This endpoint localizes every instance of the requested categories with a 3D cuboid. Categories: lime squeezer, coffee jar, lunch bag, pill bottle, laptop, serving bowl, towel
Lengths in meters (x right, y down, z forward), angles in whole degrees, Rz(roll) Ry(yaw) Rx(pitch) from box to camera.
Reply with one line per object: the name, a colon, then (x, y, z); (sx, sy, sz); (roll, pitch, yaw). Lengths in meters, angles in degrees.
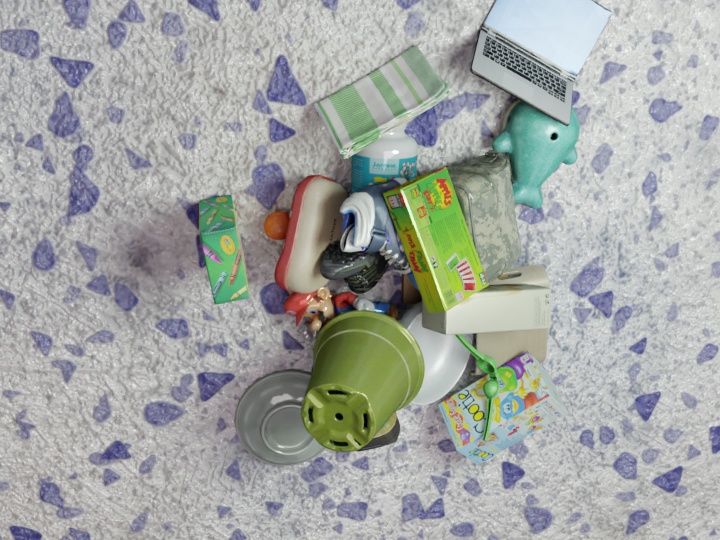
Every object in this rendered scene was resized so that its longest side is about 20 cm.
lime squeezer: (0.222, 0.198, 1.537); (0.038, 0.070, 0.201); (-14, 91, 38)
coffee jar: (-0.004, 0.237, 1.579); (0.104, 0.085, 0.201); (-16, 113, 21)
lunch bag: (0.196, -0.085, 1.452); (0.167, 0.139, 0.201); (-28, 117, -34)
pill bottle: (0.039, -0.160, 1.440); (0.110, 0.111, 0.201); (-2, 109, -9)
laptop: (0.297, -0.372, 1.400); (0.187, 0.201, 0.116); (26, 136, -9)
serving bowl: (0.115, 0.139, 1.557); (0.199, 0.066, 0.201); (-17, 116, -39)
towel: (0.032, -0.275, 1.382); (0.199, 0.153, 0.023); (-30, 137, 3)

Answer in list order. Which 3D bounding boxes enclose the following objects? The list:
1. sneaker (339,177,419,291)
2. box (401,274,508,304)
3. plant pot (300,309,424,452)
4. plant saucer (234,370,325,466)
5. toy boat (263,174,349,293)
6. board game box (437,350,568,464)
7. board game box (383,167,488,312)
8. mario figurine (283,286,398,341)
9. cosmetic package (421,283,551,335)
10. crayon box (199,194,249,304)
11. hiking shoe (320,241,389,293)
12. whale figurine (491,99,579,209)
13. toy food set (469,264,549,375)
sneaker: (0.034, -0.036, 1.362); (0.146, 0.080, 0.201); (-25, 106, -26)
box: (0.173, -0.022, 1.558); (0.199, 0.021, 0.164); (-3, 110, -8)
plant pot: (-0.010, 0.195, 1.399); (0.199, 0.190, 0.201); (6, 114, 14)
plant saucer: (-0.133, 0.285, 1.600); (0.199, 0.050, 0.201); (-3, 109, -8)
toy boat: (-0.105, -0.065, 1.454); (0.130, 0.130, 0.201); (13, 92, 27)
board game box: (0.263, 0.256, 1.593); (0.200, 0.103, 0.105); (-33, 140, 13)
board game box: (0.119, -0.047, 1.339); (0.101, 0.048, 0.201); (-28, 102, -34)
mario figurine: (-0.039, 0.088, 1.517); (0.199, 0.106, 0.124); (13, 106, -16)
cosmetic package: (0.213, 0.063, 1.461); (0.199, 0.105, 0.072); (-2, 95, -21)
crayon box: (-0.221, -0.038, 1.390); (0.058, 0.200, 0.119); (-11, 111, -6)
hiking shoe: (0.000, 0.000, 1.458); (0.075, 0.200, 0.101); (20, 114, 29)
whale figurine: (0.304, -0.201, 1.474); (0.158, 0.104, 0.201); (9, 105, -13)
toy food set: (0.269, 0.094, 1.589); (0.143, 0.060, 0.201); (-9, 112, -14)
